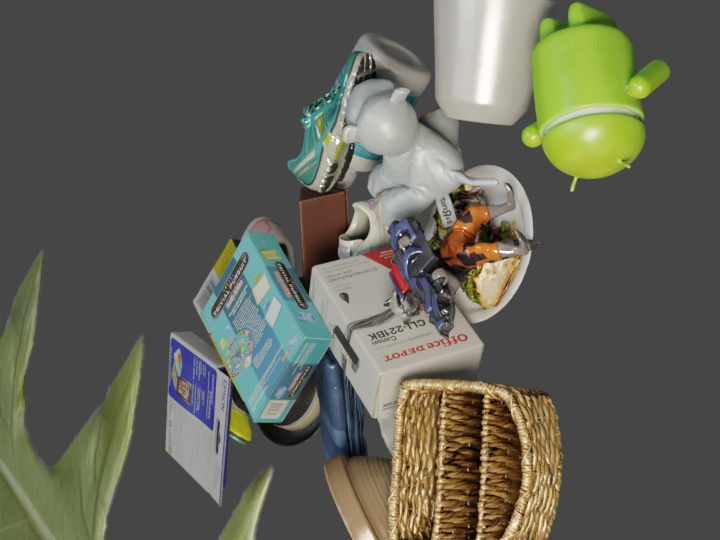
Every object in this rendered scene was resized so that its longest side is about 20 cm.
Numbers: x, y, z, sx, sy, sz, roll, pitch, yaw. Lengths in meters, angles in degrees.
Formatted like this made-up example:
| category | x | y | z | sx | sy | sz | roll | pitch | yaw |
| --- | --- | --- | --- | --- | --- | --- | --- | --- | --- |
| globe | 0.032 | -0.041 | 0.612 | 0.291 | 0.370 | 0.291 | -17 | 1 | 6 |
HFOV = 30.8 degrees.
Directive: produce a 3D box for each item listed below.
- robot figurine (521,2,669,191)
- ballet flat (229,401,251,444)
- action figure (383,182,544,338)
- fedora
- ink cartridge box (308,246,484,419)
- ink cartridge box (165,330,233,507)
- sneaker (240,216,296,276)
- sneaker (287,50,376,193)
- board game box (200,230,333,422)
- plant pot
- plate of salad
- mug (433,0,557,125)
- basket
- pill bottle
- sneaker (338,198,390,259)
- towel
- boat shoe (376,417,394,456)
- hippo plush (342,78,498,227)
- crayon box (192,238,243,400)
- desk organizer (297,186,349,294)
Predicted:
| category | x | y | z | sx | sy | sz | roll | pitch | yaw |
| --- | --- | --- | --- | --- | --- | --- | --- | --- | --- |
| robot figurine | 0.252 | -0.192 | 1.453 | 0.175 | 0.116 | 0.201 | -23 | 64 | 42 |
| ballet flat | -0.219 | 0.203 | 2.006 | 0.200 | 0.067 | 0.067 | 21 | 79 | 54 |
| action figure | 0.115 | 0.007 | 1.524 | 0.193 | 0.105 | 0.200 | -33 | 43 | 19 |
| fedora | -0.120 | 0.157 | 1.860 | 0.200 | 0.091 | 0.201 | -16 | 70 | 49 |
| ink cartridge box | 0.041 | 0.071 | 1.616 | 0.200 | 0.144 | 0.084 | 56 | 151 | 39 |
| ink cartridge box | -0.224 | 0.212 | 1.906 | 0.200 | 0.047 | 0.198 | 28 | 117 | 51 |
| sneaker | -0.158 | 0.025 | 1.956 | 0.105 | 0.075 | 0.201 | 36 | 106 | 55 |
| sneaker | -0.040 | -0.197 | 1.702 | 0.080 | 0.077 | 0.200 | 32 | 115 | 16 |
| board game box | -0.124 | 0.072 | 1.691 | 0.151 | 0.047 | 0.200 | -58 | 45 | 30 |
| plant pot | 0.043 | 0.298 | 1.578 | 0.093 | 0.201 | 0.201 | -29 | 52 | 4 |
| plate of salad | 0.135 | -0.034 | 1.620 | 0.200 | 0.048 | 0.201 | -16 | 69 | 50 |
| mug | 0.161 | -0.258 | 1.601 | 0.149 | 0.187 | 0.154 | 9 | 99 | 20 |
| basket | 0.131 | 0.227 | 1.478 | 0.143 | 0.149 | 0.201 | -5 | 77 | 51 |
| pill bottle | 0.004 | -0.213 | 1.780 | 0.200 | 0.111 | 0.111 | -58 | 42 | 24 |
| sneaker | 0.000 | 0.000 | 1.742 | 0.075 | 0.099 | 0.201 | 15 | 95 | 50 |
| towel | -0.024 | 0.180 | 1.705 | 0.112 | 0.048 | 0.200 | -123 | 24 | -59 |
| boat shoe | 0.052 | 0.155 | 1.667 | 0.075 | 0.062 | 0.200 | -48 | 49 | 31 |
| hippo plush | 0.039 | -0.146 | 1.622 | 0.159 | 0.161 | 0.200 | -44 | 34 | 17 |
| crayon box | -0.153 | 0.069 | 1.805 | 0.127 | 0.051 | 0.200 | -55 | 46 | 28 |
| desk organizer | -0.063 | -0.013 | 1.788 | 0.072 | 0.077 | 0.201 | 21 | 119 | 52 |
